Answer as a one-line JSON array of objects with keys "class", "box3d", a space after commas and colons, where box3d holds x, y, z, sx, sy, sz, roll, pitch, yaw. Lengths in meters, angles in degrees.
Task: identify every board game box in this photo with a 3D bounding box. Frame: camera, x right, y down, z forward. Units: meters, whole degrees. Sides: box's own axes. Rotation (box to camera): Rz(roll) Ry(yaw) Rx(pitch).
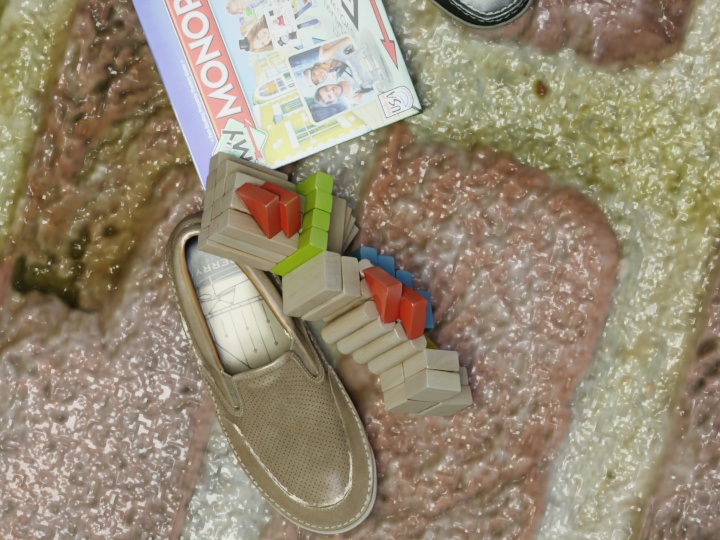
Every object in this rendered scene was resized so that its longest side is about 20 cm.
[{"class": "board game box", "box3d": [-0.061, -0.159, 1.491, 0.134, 0.029, 0.201, -21, 91, 2]}]

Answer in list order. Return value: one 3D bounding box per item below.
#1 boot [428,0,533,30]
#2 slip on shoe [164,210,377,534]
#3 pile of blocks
[{"class": "boot", "box3d": [0.026, -0.222, 1.422, 0.073, 0.154, 0.204, -32, 91, 3]}, {"class": "slip on shoe", "box3d": [-0.052, 0.059, 1.483, 0.076, 0.061, 0.201, -22, 91, 3]}, {"class": "pile of blocks", "box3d": [0.000, 0.000, 1.459, 0.200, 0.062, 0.082, 42, 54, -14]}]
